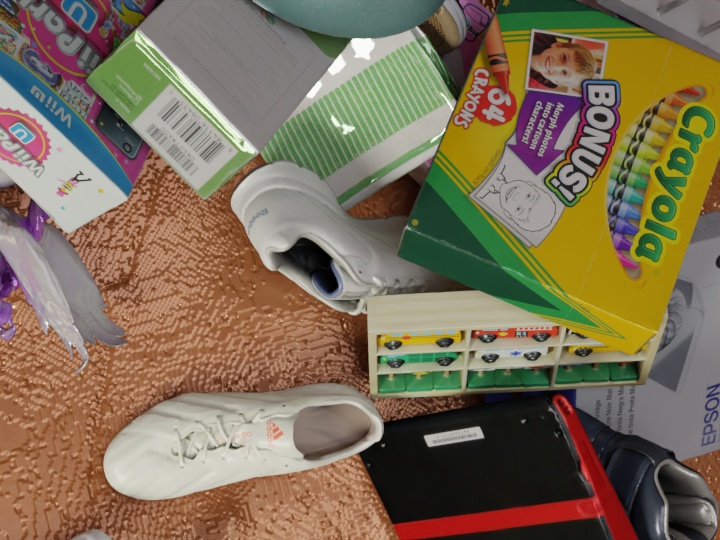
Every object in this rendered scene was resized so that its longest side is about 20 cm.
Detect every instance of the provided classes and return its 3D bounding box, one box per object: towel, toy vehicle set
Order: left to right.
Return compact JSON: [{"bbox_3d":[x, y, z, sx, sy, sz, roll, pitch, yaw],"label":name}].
[{"bbox_3d":[-0.030,-0.145,1.253,0.152,0.023,0.200,-33,98,20],"label":"towel"},{"bbox_3d":[0.104,0.049,1.254,0.199,0.124,0.027,-3,65,1],"label":"toy vehicle set"}]

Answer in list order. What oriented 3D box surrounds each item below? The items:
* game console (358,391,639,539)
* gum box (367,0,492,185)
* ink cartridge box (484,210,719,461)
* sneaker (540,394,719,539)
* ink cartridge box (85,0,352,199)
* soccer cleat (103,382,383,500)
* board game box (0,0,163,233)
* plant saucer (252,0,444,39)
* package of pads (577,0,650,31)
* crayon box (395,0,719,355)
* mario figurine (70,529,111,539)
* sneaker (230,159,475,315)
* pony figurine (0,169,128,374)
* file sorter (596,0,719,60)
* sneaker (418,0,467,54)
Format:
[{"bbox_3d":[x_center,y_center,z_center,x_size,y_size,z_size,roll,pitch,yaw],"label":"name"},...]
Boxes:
[{"bbox_3d":[0.102,0.175,1.295,0.031,0.199,0.178,-34,104,-46],"label":"game console"},{"bbox_3d":[0.091,-0.102,1.333,0.200,0.066,0.114,41,80,-18],"label":"gum box"},{"bbox_3d":[0.189,0.070,1.359,0.199,0.041,0.201,-15,122,-18],"label":"ink cartridge box"},{"bbox_3d":[0.180,0.202,1.321,0.077,0.146,0.203,-36,136,-45],"label":"sneaker"},{"bbox_3d":[-0.077,-0.143,1.154,0.104,0.059,0.200,45,39,-9],"label":"ink cartridge box"},{"bbox_3d":[-0.080,0.116,1.276,0.199,0.078,0.070,-11,98,-20],"label":"soccer cleat"},{"bbox_3d":[-0.181,-0.147,1.140,0.148,0.064,0.201,45,42,-26],"label":"board game box"},{"bbox_3d":[-0.020,-0.241,1.173,0.199,0.036,0.201,13,56,-20],"label":"plant saucer"},{"bbox_3d":[0.188,-0.180,1.317,0.120,0.075,0.201,-13,81,-47],"label":"package of pads"},{"bbox_3d":[0.140,-0.070,1.193,0.172,0.058,0.201,22,69,2],"label":"crayon box"},{"bbox_3d":[-0.204,0.252,1.221,0.199,0.106,0.124,-7,62,-28],"label":"mario figurine"},{"bbox_3d":[0.000,0.000,1.252,0.199,0.087,0.075,20,124,-26],"label":"sneaker"},{"bbox_3d":[-0.245,-0.014,1.181,0.199,0.167,0.194,-23,94,-2],"label":"pony figurine"},{"bbox_3d":[0.266,-0.238,1.275,0.199,0.124,0.140,19,58,-40],"label":"file sorter"},{"bbox_3d":[0.027,-0.252,1.271,0.200,0.070,0.108,49,59,1],"label":"sneaker"}]
